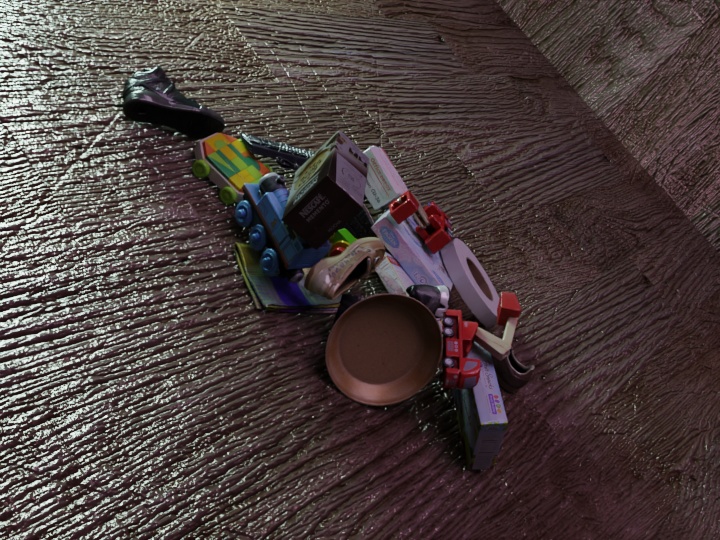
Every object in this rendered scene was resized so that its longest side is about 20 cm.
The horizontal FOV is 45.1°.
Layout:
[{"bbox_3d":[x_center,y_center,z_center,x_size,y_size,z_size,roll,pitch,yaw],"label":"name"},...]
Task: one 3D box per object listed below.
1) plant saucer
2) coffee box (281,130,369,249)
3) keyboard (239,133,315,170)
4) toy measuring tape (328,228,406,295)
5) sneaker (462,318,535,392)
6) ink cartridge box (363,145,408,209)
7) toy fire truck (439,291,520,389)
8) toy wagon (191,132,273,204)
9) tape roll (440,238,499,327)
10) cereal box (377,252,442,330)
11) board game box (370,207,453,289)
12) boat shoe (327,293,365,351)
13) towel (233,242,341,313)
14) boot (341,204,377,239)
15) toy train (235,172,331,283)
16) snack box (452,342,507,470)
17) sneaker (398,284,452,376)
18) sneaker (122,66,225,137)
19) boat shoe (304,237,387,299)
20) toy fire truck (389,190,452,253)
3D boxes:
[{"bbox_3d":[0.037,0.127,1.441,0.200,0.200,0.035,31,9,-19],"label":"plant saucer"},{"bbox_3d":[-0.055,-0.137,1.436,0.080,0.113,0.200,41,24,-18],"label":"coffee box"},{"bbox_3d":[-0.132,-0.222,1.687,0.200,0.021,0.127,8,30,-40],"label":"keyboard"},{"bbox_3d":[0.000,0.000,1.623,0.200,0.074,0.073,46,32,17],"label":"toy measuring tape"},{"bbox_3d":[0.266,0.153,1.742,0.200,0.076,0.070,43,33,-2],"label":"sneaker"},{"bbox_3d":[0.036,-0.192,1.804,0.117,0.067,0.200,59,11,1],"label":"ink cartridge box"},{"bbox_3d":[0.209,0.122,1.503,0.140,0.049,0.200,5,45,0],"label":"toy fire truck"},{"bbox_3d":[-0.217,-0.172,1.615,0.200,0.040,0.155,44,33,0],"label":"toy wagon"},{"bbox_3d":[0.237,0.025,1.829,0.203,0.037,0.203,50,19,-24],"label":"tape roll"},{"bbox_3d":[0.105,0.065,1.660,0.144,0.039,0.200,28,29,-58],"label":"cereal box"},{"bbox_3d":[0.112,-0.040,1.752,0.200,0.043,0.199,52,16,-4],"label":"board game box"},{"bbox_3d":[0.015,0.121,1.528,0.200,0.075,0.093,38,70,-43],"label":"boat shoe"},{"bbox_3d":[-0.123,0.012,1.528,0.200,0.023,0.144,4,51,-45],"label":"towel"},{"bbox_3d":[-0.004,-0.136,1.779,0.200,0.077,0.138,54,29,13],"label":"boot"},{"bbox_3d":[-0.137,-0.077,1.487,0.087,0.114,0.200,-2,55,-48],"label":"toy train"},{"bbox_3d":[0.206,0.229,1.532,0.053,0.143,0.200,0,45,-7],"label":"snack box"},{"bbox_3d":[0.081,0.110,1.499,0.090,0.201,0.066,16,11,-25],"label":"sneaker"},{"bbox_3d":[-0.344,-0.315,1.603,0.199,0.076,0.115,11,52,-33],"label":"sneaker"},{"bbox_3d":[-0.014,0.001,1.511,0.063,0.073,0.200,34,41,24],"label":"boat shoe"},{"bbox_3d":[0.123,-0.108,1.730,0.141,0.049,0.200,49,17,-12],"label":"toy fire truck"}]
